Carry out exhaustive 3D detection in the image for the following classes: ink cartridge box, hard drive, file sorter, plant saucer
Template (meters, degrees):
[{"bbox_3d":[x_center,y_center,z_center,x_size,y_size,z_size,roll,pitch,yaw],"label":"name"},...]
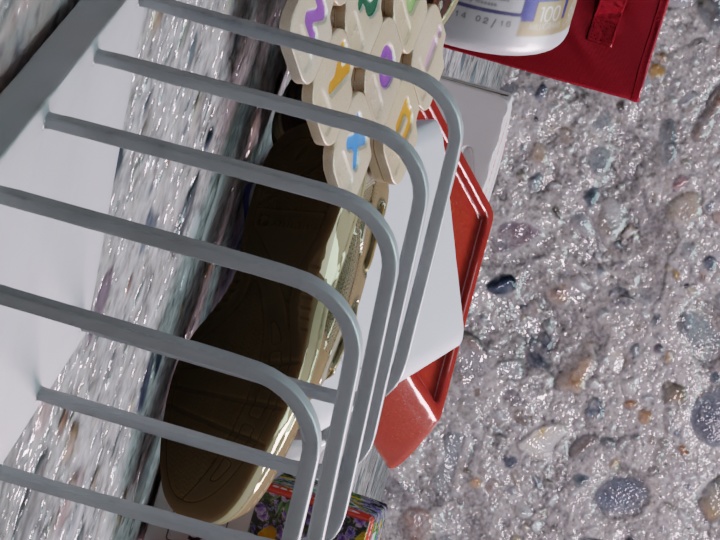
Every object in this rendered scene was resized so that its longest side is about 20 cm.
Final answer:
[{"bbox_3d":[0.064,-0.069,1.972,0.200,0.084,0.145,76,30,-82],"label":"ink cartridge box"},{"bbox_3d":[0.000,0.000,1.291,0.200,0.025,0.132,-27,113,-62],"label":"hard drive"},{"bbox_3d":[-0.049,0.130,1.221,0.200,0.109,0.050,31,76,-85],"label":"ink cartridge box"},{"bbox_3d":[-0.056,0.023,0.703,0.200,0.124,0.139,-64,169,-59],"label":"file sorter"},{"bbox_3d":[0.022,-0.018,1.408,0.200,0.037,0.200,59,38,-46],"label":"plant saucer"}]

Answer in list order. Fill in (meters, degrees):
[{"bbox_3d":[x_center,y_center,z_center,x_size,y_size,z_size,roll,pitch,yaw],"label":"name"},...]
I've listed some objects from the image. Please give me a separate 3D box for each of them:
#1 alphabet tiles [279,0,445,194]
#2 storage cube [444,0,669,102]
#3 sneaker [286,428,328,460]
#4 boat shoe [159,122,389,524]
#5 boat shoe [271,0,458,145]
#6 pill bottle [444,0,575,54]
[{"bbox_3d":[0.003,-0.137,1.114,0.200,0.015,0.196,70,32,-47],"label":"alphabet tiles"},{"bbox_3d":[0.121,-0.234,1.522,0.200,0.179,0.171,-67,172,-60],"label":"storage cube"},{"bbox_3d":[-0.041,0.081,1.445,0.081,0.075,0.200,-64,174,24],"label":"sneaker"},{"bbox_3d":[-0.033,0.032,1.153,0.065,0.071,0.200,35,74,-53],"label":"boat shoe"},{"bbox_3d":[0.010,-0.146,1.220,0.072,0.072,0.200,98,16,-67],"label":"boat shoe"},{"bbox_3d":[0.082,-0.234,1.349,0.120,0.120,0.200,-63,169,-64],"label":"pill bottle"}]
